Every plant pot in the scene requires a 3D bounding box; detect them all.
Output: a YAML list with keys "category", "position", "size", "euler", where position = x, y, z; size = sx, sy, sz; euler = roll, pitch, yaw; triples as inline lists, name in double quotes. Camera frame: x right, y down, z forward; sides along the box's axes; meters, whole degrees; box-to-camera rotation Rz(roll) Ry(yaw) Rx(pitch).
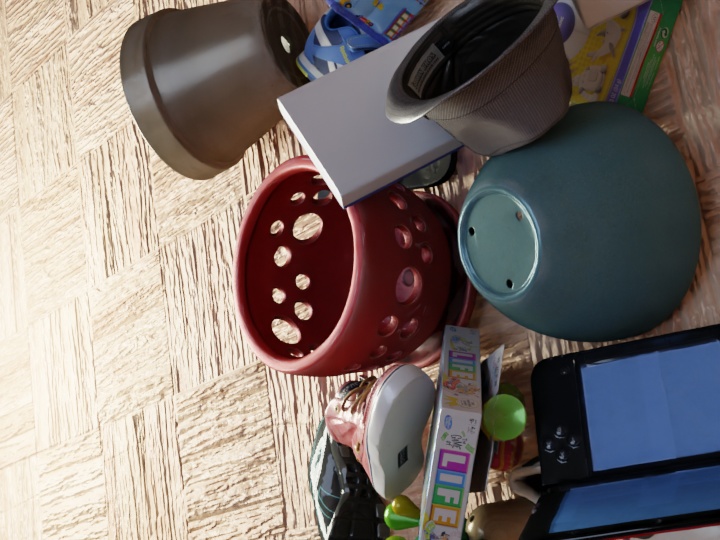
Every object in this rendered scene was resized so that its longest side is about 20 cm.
- category: "plant pot"
  position: [-0.148, -0.227, 1.302]
  size: [0.171, 0.199, 0.204]
  euler: [-19, 72, 28]
- category: "plant pot"
  position: [0.000, 0.000, 1.098]
  size: [0.198, 0.180, 0.205]
  euler: [-5, 83, 47]
- category: "plant pot"
  position: [0.157, -0.031, 0.932]
  size: [0.199, 0.133, 0.204]
  euler: [17, 112, 48]

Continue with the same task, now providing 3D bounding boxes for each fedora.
- category: "fedora"
  position: [0.109, -0.153, 0.907]
  size: [0.177, 0.091, 0.200]
  euler: [-44, 22, -6]

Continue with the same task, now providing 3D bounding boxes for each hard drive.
- category: "hard drive"
  position: [0.041, -0.149, 1.017]
  size: [0.133, 0.198, 0.026]
  euler: [56, 169, 33]

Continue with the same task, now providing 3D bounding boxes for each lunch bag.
- category: "lunch bag"
  position: [0.014, -0.357, 1.192]
  size: [0.151, 0.093, 0.201]
  euler: [-48, 42, 17]

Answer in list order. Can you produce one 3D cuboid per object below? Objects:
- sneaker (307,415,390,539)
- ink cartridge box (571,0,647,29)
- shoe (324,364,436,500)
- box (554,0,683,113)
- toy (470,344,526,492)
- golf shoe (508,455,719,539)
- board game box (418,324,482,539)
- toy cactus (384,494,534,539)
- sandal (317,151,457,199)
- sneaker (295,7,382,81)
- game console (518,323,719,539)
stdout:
- category: "sneaker"
  position: [-0.015, 0.237, 1.186]
  size: [0.079, 0.074, 0.204]
  euler: [-20, 63, 56]
- category: "ink cartridge box"
  position: [0.172, -0.325, 0.929]
  size: [0.082, 0.147, 0.202]
  euler: [-24, 51, 12]
- category: "shoe"
  position: [0.011, 0.126, 1.020]
  size: [0.091, 0.071, 0.201]
  euler: [42, 156, 25]
- category: "box"
  position: [0.182, -0.218, 1.020]
  size: [0.199, 0.048, 0.119]
  euler: [33, 110, 46]
- category: "toy"
  position: [0.121, 0.137, 0.989]
  size: [0.046, 0.200, 0.117]
  euler: [7, 79, 4]
- category: "golf shoe"
  position: [0.211, 0.195, 0.916]
  size: [0.198, 0.087, 0.079]
  euler: [6, 89, 47]
- category: "board game box"
  position: [0.078, 0.144, 0.981]
  size: [0.200, 0.034, 0.137]
  euler: [-71, -11, -73]
- category: "toy cactus"
  position: [0.085, 0.251, 1.005]
  size: [0.200, 0.162, 0.104]
  euler: [-169, 61, -79]
- category: "sandal"
  position: [0.016, -0.107, 1.192]
  size: [0.198, 0.045, 0.077]
  euler: [-13, 76, 47]
- category: "sneaker"
  position: [0.002, -0.213, 1.200]
  size: [0.200, 0.073, 0.083]
  euler: [45, 116, 39]
- category: "game console"
  position: [0.214, 0.115, 0.831]
  size: [0.197, 0.119, 0.175]
  euler: [-13, 63, 20]
